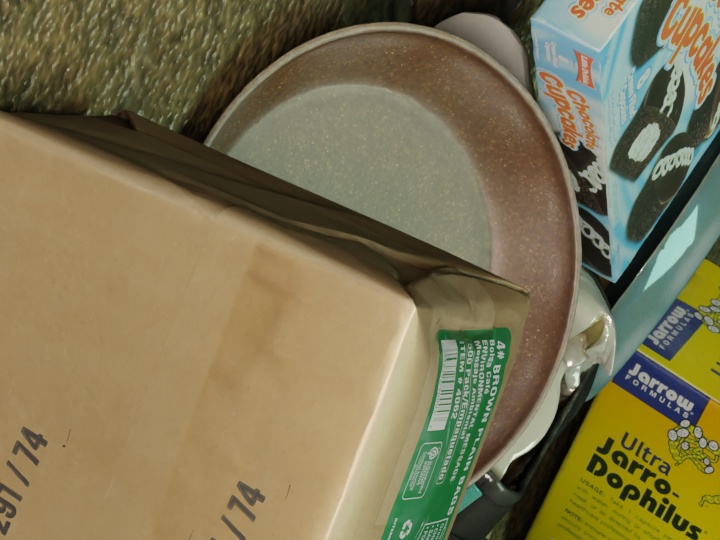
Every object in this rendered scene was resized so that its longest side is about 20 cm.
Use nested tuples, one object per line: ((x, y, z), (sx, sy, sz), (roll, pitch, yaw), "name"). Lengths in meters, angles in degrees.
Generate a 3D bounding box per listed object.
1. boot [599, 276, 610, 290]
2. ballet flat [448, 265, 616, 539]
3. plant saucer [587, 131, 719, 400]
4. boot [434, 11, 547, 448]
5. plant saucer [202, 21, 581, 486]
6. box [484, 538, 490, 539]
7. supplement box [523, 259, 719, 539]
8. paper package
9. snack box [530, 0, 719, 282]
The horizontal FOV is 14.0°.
((0.066, 0.028, 1.438), (0.200, 0.066, 0.175), (-56, 169, -20), "boot")
((0.080, 0.046, 1.326), (0.068, 0.068, 0.200), (-39, -162, 46), "ballet flat")
((0.155, -0.003, 1.547), (0.201, 0.027, 0.200), (-55, 180, 0), "plant saucer")
((0.056, -0.006, 1.291), (0.090, 0.072, 0.201), (50, 44, -70), "boot")
((0.000, 0.000, 1.180), (0.200, 0.037, 0.202), (-6, 101, -33), "plant saucer")
((0.010, 0.219, 1.363), (0.201, 0.075, 0.100), (-62, 157, -11), "box")
((0.181, 0.114, 1.677), (0.109, 0.109, 0.201), (-42, 160, -49), "supplement box")
((-0.067, 0.066, 0.987), (0.103, 0.190, 0.201), (-4, 116, -66), "paper package")
((0.123, -0.091, 1.266), (0.116, 0.037, 0.200), (-54, 159, -19), "snack box")
